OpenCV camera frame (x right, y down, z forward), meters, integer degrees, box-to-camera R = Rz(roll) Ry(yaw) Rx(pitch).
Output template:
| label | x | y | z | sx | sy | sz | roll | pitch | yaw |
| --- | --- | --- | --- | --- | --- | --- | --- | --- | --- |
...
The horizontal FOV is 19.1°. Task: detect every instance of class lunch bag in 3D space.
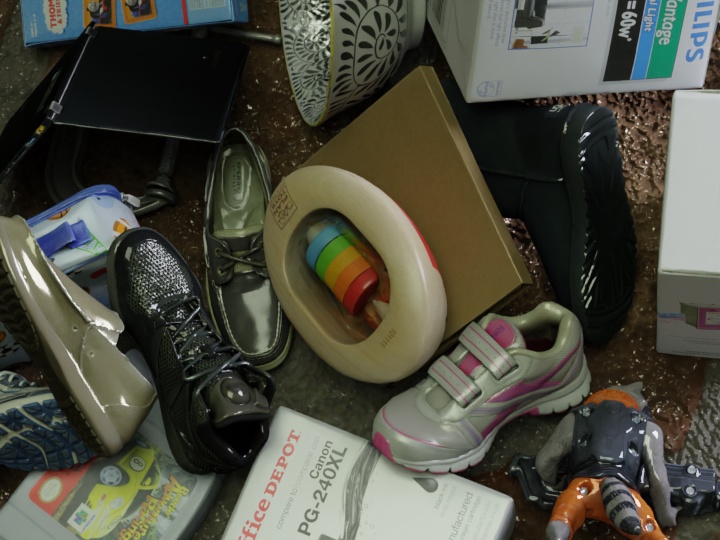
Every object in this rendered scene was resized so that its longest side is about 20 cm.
| label | x | y | z | sx | sy | sz | roll | pitch | yaw |
| --- | --- | --- | --- | --- | --- | --- | --- | --- | --- |
| lunch bag | -0.253 | 0.008 | 1.686 | 0.199 | 0.160 | 0.076 | -28 | 72 | -3 |

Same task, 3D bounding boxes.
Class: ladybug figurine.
| label | x | y | z | sx | sy | sz | roll | pitch | yaw |
| --- | --- | --- | --- | --- | --- | --- | --- | --- | --- |
| ladybug figurine | 0.000 | 0.000 | 1.660 | 0.200 | 0.072 | 0.136 | 53 | 122 | 27 |

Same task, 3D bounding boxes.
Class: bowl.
| label | x | y | z | sx | sy | sz | roll | pitch | yaw |
| --- | --- | --- | --- | --- | --- | --- | --- | --- | --- |
| bowl | -0.002 | -0.220 | 1.732 | 0.093 | 0.201 | 0.202 | -4 | 70 | -13 |

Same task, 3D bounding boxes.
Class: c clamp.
| label | x | y | z | sx | sy | sz | roll | pitch | yaw |
| --- | --- | --- | --- | --- | --- | --- | --- | --- | --- |
| c clamp | -0.176 | -0.129 | 1.794 | 0.169 | 0.027 | 0.201 | 14 | 74 | 12 |

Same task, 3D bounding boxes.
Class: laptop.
| label | x | y | z | sx | sy | sz | roll | pitch | yaw |
| --- | --- | --- | --- | --- | --- | --- | --- | --- | --- |
| laptop | -0.204 | -0.110 | 1.711 | 0.116 | 0.188 | 0.200 | 38 | 115 | -15 |

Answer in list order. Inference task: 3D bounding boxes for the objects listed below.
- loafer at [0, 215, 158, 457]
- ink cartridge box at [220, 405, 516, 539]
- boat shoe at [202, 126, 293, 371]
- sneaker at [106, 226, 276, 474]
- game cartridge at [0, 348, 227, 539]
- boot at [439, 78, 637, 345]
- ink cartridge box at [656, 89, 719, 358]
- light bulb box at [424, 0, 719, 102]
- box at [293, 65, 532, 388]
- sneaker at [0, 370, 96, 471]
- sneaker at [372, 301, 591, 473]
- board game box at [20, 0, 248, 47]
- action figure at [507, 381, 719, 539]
| label | x | y | z | sx | sy | sz | roll | pitch | yaw |
| --- | --- | --- | --- | --- | --- | --- | --- | --- | --- |
| loafer | -0.217 | 0.041 | 1.590 | 0.068 | 0.076 | 0.201 | -33 | 104 | -25 |
| ink cartridge box | 0.000 | 0.210 | 1.626 | 0.199 | 0.083 | 0.146 | 20 | 75 | 12 |
| boat shoe | -0.097 | -0.020 | 1.727 | 0.071 | 0.066 | 0.203 | -8 | 70 | 4 |
| sneaker | -0.121 | 0.059 | 1.604 | 0.076 | 0.114 | 0.201 | -23 | 99 | -32 |
| game cartridge | -0.190 | 0.176 | 1.688 | 0.133 | 0.041 | 0.200 | 35 | 78 | 12 |
| boot | 0.129 | -0.050 | 1.701 | 0.167 | 0.202 | 0.076 | 12 | 30 | 41 |
| ink cartridge box | 0.269 | -0.032 | 1.616 | 0.084 | 0.200 | 0.146 | 4 | 71 | 8 |
| light bulb box | 0.158 | -0.241 | 1.679 | 0.198 | 0.126 | 0.199 | -4 | 40 | -13 |
| box | 0.037 | -0.034 | 1.691 | 0.163 | 0.021 | 0.201 | -38 | 66 | 33 |
| sneaker | -0.276 | 0.109 | 1.681 | 0.198 | 0.077 | 0.086 | -14 | 44 | 21 |
| sneaker | 0.091 | 0.080 | 1.623 | 0.199 | 0.089 | 0.081 | -28 | 46 | -29 |
| board game box | -0.195 | -0.273 | 1.788 | 0.198 | 0.037 | 0.153 | -4 | 93 | 21 |
| action figure | 0.212 | 0.159 | 1.597 | 0.198 | 0.105 | 0.194 | 2 | 41 | 0 |
